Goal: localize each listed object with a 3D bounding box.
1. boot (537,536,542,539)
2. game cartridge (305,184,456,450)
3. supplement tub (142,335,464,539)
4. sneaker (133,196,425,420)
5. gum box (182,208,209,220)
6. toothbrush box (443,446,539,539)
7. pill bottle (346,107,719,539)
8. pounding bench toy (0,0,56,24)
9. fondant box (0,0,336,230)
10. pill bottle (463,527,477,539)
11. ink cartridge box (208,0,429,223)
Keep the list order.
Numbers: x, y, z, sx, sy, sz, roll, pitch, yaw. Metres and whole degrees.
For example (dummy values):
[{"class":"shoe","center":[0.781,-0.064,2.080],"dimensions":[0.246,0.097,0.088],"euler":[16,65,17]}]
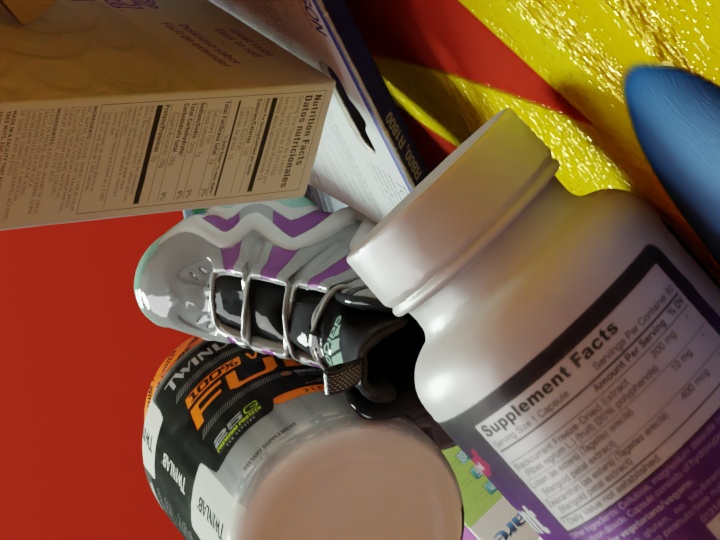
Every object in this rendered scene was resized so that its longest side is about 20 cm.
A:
[{"class":"boot","center":[0.148,0.178,1.021],"dimensions":[0.199,0.096,0.074],"euler":[6,143,46]},{"class":"game cartridge","center":[0.000,0.000,1.126],"dimensions":[0.133,0.040,0.202],"euler":[158,96,-70]},{"class":"supplement tub","center":[-0.038,0.101,1.073],"dimensions":[0.123,0.122,0.200],"euler":[50,173,-26]},{"class":"sneaker","center":[-0.018,0.022,0.987],"dimensions":[0.140,0.198,0.078],"euler":[-76,-20,-63]},{"class":"gum box","center":[-0.071,-0.061,1.205],"dimensions":[0.170,0.044,0.202],"euler":[63,-166,-71]},{"class":"toothbrush box","center":[0.071,0.101,1.422],"dimensions":[0.200,0.086,0.146],"euler":[48,-176,12]},{"class":"pill bottle","center":[0.090,0.042,0.779],"dimensions":[0.200,0.111,0.111],"euler":[48,175,-3]},{"class":"pounding bench toy","center":[-0.155,-0.218,0.795],"dimensions":[0.156,0.124,0.200],"euler":[44,173,36]},{"class":"fondant box","center":[-0.131,-0.077,0.864],"dimensions":[0.199,0.059,0.144],"euler":[-7,-147,-46]},{"class":"pill bottle","center":[0.074,0.136,1.594],"dimensions":[0.200,0.112,0.112],"euler":[47,175,3]},{"class":"ink cartridge box","center":[-0.038,-0.108,0.962],"dimensions":[0.199,0.041,0.200],"euler":[33,160,42]}]
